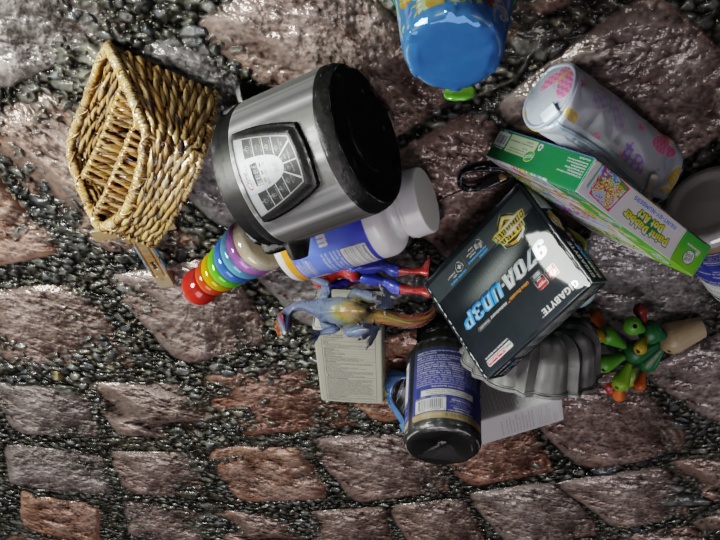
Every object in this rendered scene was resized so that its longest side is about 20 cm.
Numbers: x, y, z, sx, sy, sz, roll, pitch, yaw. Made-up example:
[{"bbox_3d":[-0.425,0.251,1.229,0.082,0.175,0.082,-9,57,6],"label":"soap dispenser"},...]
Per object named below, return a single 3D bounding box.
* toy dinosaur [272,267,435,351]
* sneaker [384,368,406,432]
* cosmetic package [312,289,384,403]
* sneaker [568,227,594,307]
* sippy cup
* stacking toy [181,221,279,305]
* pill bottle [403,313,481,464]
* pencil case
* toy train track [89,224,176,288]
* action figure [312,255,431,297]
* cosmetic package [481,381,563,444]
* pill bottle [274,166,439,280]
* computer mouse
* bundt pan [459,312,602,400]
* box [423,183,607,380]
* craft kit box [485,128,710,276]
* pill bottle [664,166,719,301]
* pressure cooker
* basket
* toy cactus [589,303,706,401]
[{"bbox_3d":[-0.033,0.070,1.316,0.198,0.106,0.181,21,167,-32],"label":"toy dinosaur"},{"bbox_3d":[0.105,0.232,1.571,0.082,0.071,0.200,-7,137,24],"label":"sneaker"},{"bbox_3d":[-0.014,0.119,1.444,0.102,0.074,0.201,3,141,3],"label":"cosmetic package"},{"bbox_3d":[0.211,-0.011,1.262,0.197,0.080,0.131,-5,136,9],"label":"sneaker"},{"bbox_3d":[0.091,-0.253,0.932,0.139,0.131,0.177,-29,129,34],"label":"sippy cup"},{"bbox_3d":[-0.186,-0.008,1.314,0.085,0.086,0.199,30,141,-28],"label":"stacking toy"},{"bbox_3d":[0.121,0.169,1.389,0.110,0.202,0.113,3,142,3],"label":"pill bottle"},{"bbox_3d":[0.273,-0.148,1.071,0.199,0.092,0.083,31,147,-27],"label":"pencil case"},{"bbox_3d":[-0.298,-0.043,1.317,0.113,0.033,0.201,-8,145,5],"label":"toy train track"},{"bbox_3d":[0.000,0.000,1.318,0.197,0.052,0.066,4,136,10],"label":"action figure"},{"bbox_3d":[0.200,0.200,1.461,0.198,0.102,0.072,-16,139,2],"label":"cosmetic package"},{"bbox_3d":[-0.007,-0.063,1.190,0.198,0.113,0.112,-16,137,23],"label":"pill bottle"},{"bbox_3d":[0.107,-0.082,1.216,0.199,0.034,0.058,-28,130,33],"label":"computer mouse"},{"bbox_3d":[0.239,0.098,1.313,0.199,0.202,0.077,6,111,-1],"label":"bundt pan"},{"bbox_3d":[0.190,0.015,1.203,0.046,0.160,0.200,-3,143,-49],"label":"box"},{"bbox_3d":[0.266,-0.081,1.088,0.196,0.200,0.049,27,96,-26],"label":"craft kit box"},{"bbox_3d":[0.465,-0.027,1.178,0.115,0.117,0.200,-23,134,30],"label":"pill bottle"},{"bbox_3d":[-0.072,-0.120,1.078,0.198,0.178,0.179,-17,138,26],"label":"pressure cooker"},{"bbox_3d":[-0.270,-0.132,1.111,0.148,0.144,0.200,21,138,-20],"label":"basket"},{"bbox_3d":[0.416,0.106,1.386,0.163,0.103,0.201,-20,136,1],"label":"toy cactus"}]
